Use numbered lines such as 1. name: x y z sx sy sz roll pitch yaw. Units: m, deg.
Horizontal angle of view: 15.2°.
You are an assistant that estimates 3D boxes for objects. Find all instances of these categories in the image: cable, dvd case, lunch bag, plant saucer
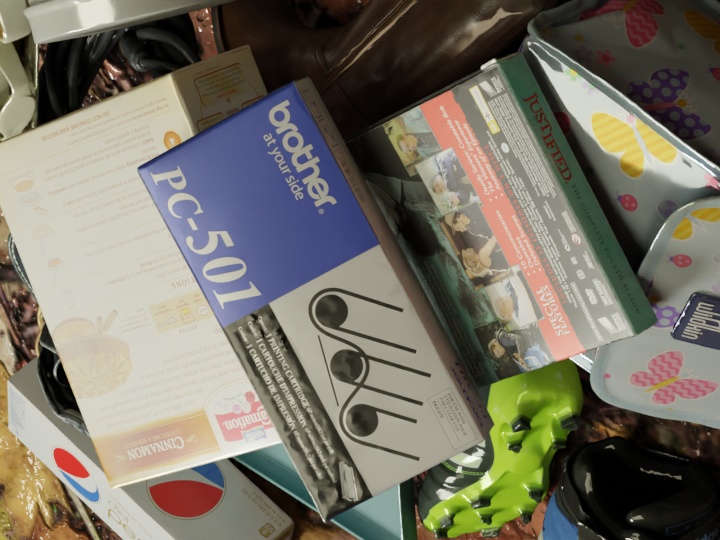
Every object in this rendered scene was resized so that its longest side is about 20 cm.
1. cable: -0.141 -0.085 1.562 0.163 0.051 0.201 -53 44 39
2. dvd case: 0.049 -0.014 1.334 0.200 0.022 0.146 -24 94 54
3. lunch bag: 0.153 -0.027 1.318 0.200 0.127 0.170 40 139 12
4. plant saucer: -0.031 0.108 1.620 0.200 0.019 0.070 27 130 46

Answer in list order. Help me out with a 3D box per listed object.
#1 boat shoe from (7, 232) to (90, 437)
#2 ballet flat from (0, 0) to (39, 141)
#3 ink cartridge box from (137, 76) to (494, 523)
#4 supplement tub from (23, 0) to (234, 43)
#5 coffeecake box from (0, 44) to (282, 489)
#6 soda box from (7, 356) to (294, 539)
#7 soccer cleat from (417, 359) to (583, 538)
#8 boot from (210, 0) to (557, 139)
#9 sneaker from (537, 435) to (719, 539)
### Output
1. boat shoe: -0.178 0.029 1.679 0.200 0.091 0.071 38 133 33
2. ballet flat: -0.204 -0.139 1.533 0.064 0.067 0.200 54 152 33
3. ink cartridge box: -0.022 0.014 1.343 0.094 0.044 0.201 -28 92 12
4. supplement tub: -0.137 -0.232 1.437 0.144 0.144 0.201 -9 96 46
5. coffeecake box: -0.097 0.001 1.444 0.153 0.073 0.201 -17 96 39
6. soda box: -0.135 0.129 1.715 0.200 0.068 0.064 42 152 18
7. soccer cleat: 0.078 0.087 1.506 0.200 0.067 0.081 117 150 -56
8. boot: 0.013 -0.149 1.428 0.200 0.064 0.187 -50 53 34
9. sneaker: 0.180 0.169 1.439 0.200 0.077 0.111 42 145 27
